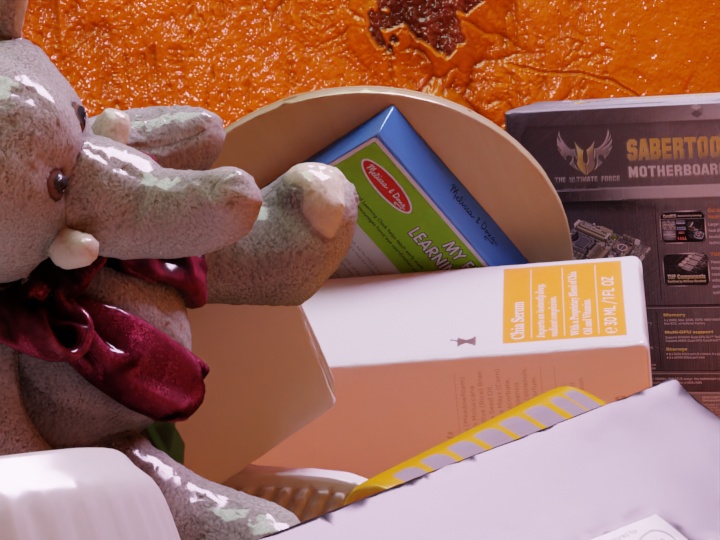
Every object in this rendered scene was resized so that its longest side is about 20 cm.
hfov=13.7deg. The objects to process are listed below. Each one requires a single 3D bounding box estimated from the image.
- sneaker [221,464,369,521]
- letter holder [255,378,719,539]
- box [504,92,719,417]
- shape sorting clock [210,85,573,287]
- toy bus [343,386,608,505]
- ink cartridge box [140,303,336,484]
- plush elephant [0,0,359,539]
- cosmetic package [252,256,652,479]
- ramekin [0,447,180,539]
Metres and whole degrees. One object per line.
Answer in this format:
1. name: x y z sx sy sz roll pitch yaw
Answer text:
1. sneaker: -0.060 0.101 1.080 0.199 0.073 0.114 -4 4 10
2. letter holder: 0.029 0.132 0.724 0.100 0.143 0.199 38 35 30
3. box: 0.170 -0.003 1.393 0.199 0.160 0.048 -2 7 28
4. shape sorting clock: 0.000 0.000 1.386 0.199 0.201 0.039 -4 37 5
5. toy bus: 0.062 0.090 0.989 0.078 0.065 0.200 30 21 19
6. ink cartridge box: -0.131 0.045 1.026 0.200 0.085 0.146 -35 33 -23
7. plush elephant: -0.090 -0.008 0.885 0.199 0.166 0.155 15 -30 0
8. cosmetic package: 0.030 0.050 1.328 0.199 0.072 0.102 -5 22 4
9. ramekin: -0.130 0.108 0.782 0.201 0.095 0.202 -12 -7 -2
